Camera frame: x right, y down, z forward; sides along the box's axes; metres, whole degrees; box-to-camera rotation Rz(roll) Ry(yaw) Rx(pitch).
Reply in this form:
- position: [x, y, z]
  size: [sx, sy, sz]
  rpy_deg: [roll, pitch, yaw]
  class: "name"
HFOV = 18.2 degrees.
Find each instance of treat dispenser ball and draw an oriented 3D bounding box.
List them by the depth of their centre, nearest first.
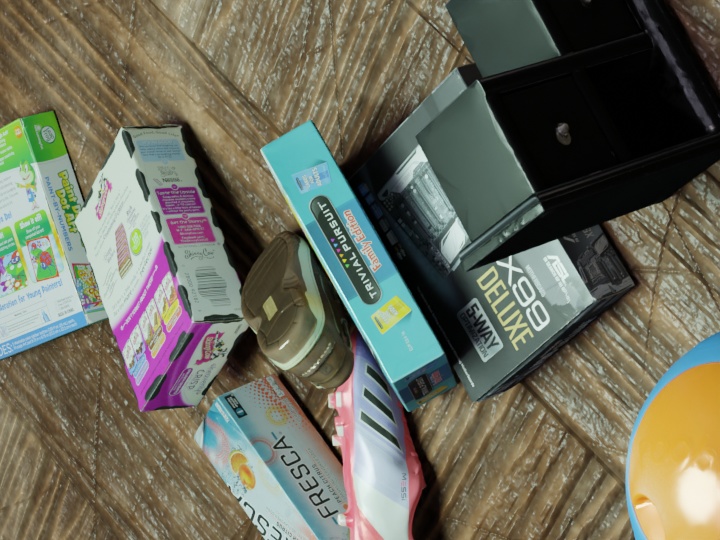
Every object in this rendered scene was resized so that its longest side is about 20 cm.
- position: [0.265, 0.131, 1.384]
  size: [0.200, 0.200, 0.202]
  rpy_deg: [18, 116, 42]
  class: "treat dispenser ball"

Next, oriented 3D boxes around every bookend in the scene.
- position: [0.116, -0.127, 1.466]
  size: [0.092, 0.198, 0.201]
  rpy_deg: [-39, 74, 48]
  class: "bookend"

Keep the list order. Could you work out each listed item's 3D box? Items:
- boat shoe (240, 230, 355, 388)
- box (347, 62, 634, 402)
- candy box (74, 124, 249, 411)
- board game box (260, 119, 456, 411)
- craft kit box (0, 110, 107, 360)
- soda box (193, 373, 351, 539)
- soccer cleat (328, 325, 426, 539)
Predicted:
- position: [-0.044, 0.038, 1.750]
  size: [0.075, 0.203, 0.075]
  rpy_deg: [36, 106, -19]
  class: "boat shoe"
- position: [0.092, -0.028, 1.637]
  size: [0.158, 0.050, 0.201]
  rpy_deg: [-43, 71, 46]
  class: "box"
- position: [-0.167, -0.003, 1.876]
  size: [0.137, 0.061, 0.201]
  rpy_deg: [-55, 49, 46]
  class: "candy box"
- position: [0.000, 0.000, 1.683]
  size: [0.201, 0.047, 0.151]
  rpy_deg: [61, 180, 13]
  class: "board game box"
- position: [-0.322, -0.026, 2.087]
  size: [0.200, 0.048, 0.198]
  rpy_deg: [-19, 92, 48]
  class: "craft kit box"
- position: [-0.051, 0.187, 1.848]
  size: [0.200, 0.068, 0.064]
  rpy_deg: [53, 138, 19]
  class: "soda box"
- position: [0.017, 0.142, 1.778]
  size: [0.067, 0.076, 0.201]
  rpy_deg: [153, 114, -82]
  class: "soccer cleat"
